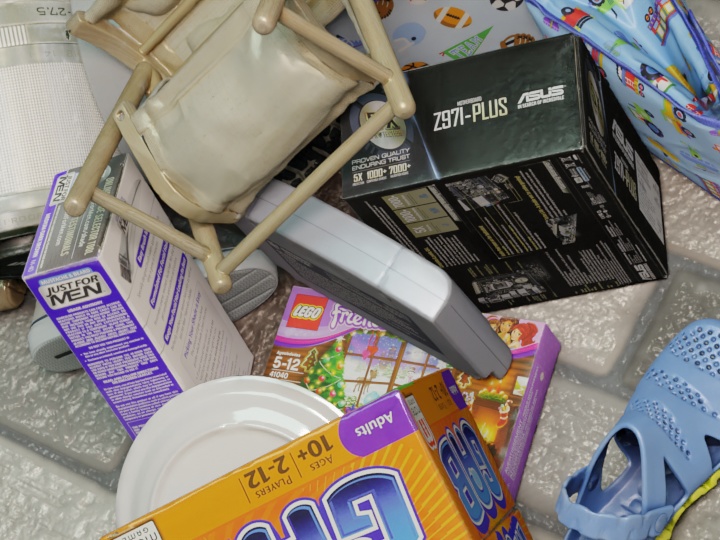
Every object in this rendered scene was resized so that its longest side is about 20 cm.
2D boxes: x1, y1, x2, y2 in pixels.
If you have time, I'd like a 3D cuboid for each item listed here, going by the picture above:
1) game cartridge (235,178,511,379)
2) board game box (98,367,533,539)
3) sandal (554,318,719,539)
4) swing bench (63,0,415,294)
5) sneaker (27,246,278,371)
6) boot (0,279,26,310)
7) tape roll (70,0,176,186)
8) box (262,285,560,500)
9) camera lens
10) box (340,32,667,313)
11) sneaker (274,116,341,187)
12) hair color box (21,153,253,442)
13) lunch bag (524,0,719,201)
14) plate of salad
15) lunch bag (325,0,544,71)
[{"bbox_3d":[0.000,0.000,1.498,0.199,0.133,0.041,28,83,34],"label":"game cartridge"},{"bbox_3d":[-0.005,0.196,1.364,0.199,0.200,0.201,-27,86,10],"label":"board game box"},{"bbox_3d":[0.185,0.115,1.430,0.079,0.087,0.201,20,73,33],"label":"sandal"},{"bbox_3d":[-0.081,-0.134,1.441,0.199,0.129,0.201,-41,35,30],"label":"swing bench"},{"bbox_3d":[-0.155,0.010,1.648,0.199,0.073,0.071,-17,57,14],"label":"sneaker"},{"bbox_3d":[-0.322,-0.059,1.759,0.165,0.072,0.201,2,69,23],"label":"boot"},{"bbox_3d":[-0.140,-0.163,1.653,0.066,0.200,0.202,-14,60,15],"label":"tape roll"},{"bbox_3d":[0.024,0.091,1.543,0.199,0.039,0.138,7,67,28],"label":"box"},{"bbox_3d":[-0.251,-0.102,1.626,0.159,0.160,0.201,-15,81,17],"label":"camera lens"},{"bbox_3d":[0.097,-0.057,1.488,0.163,0.200,0.087,-12,62,20],"label":"box"},{"bbox_3d":[-0.053,-0.137,1.683,0.086,0.078,0.201,3,57,31],"label":"sneaker"},{"bbox_3d":[-0.147,0.033,1.539,0.064,0.201,0.110,-13,38,19],"label":"hair color box"},{"bbox_3d":[0.213,-0.113,1.494,0.094,0.151,0.200,-38,55,2],"label":"lunch bag"},{"bbox_3d":[-0.067,0.167,1.511,0.199,0.048,0.202,3,99,16],"label":"plate of salad"},{"bbox_3d":[0.038,-0.194,1.545,0.199,0.161,0.076,-16,53,11],"label":"lunch bag"}]
